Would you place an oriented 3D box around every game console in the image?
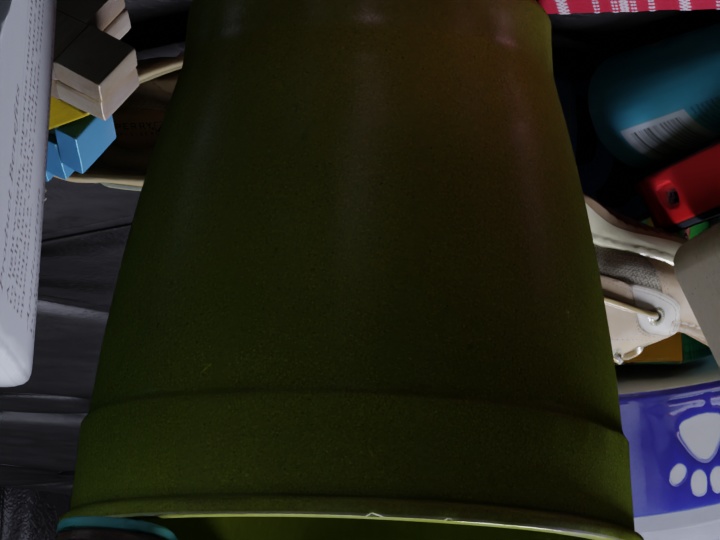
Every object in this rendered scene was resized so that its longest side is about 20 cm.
[{"bbox_3d":[0.222,-0.066,1.049,0.177,0.031,0.200,-19,177,-22],"label":"game console"}]

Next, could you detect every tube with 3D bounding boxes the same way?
[{"bbox_3d":[0.178,-0.087,1.028,0.077,0.051,0.200,-6,173,-40],"label":"tube"}]

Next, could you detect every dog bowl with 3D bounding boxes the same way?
[{"bbox_3d":[0.113,0.081,1.240,0.200,0.079,0.200,-5,-172,1],"label":"dog bowl"}]

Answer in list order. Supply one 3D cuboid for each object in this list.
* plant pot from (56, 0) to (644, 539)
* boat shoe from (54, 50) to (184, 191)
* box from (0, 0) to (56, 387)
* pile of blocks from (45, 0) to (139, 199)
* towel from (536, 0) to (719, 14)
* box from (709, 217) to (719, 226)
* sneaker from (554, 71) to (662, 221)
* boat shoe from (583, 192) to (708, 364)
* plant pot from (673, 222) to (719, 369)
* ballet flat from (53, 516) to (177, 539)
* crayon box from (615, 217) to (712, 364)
[{"bbox_3d":[0.000,0.000,0.887,0.200,0.193,0.200,2,169,0],"label":"plant pot"},{"bbox_3d":[-0.058,-0.062,1.081,0.200,0.073,0.063,-9,-169,44],"label":"boat shoe"},{"bbox_3d":[-0.191,-0.074,0.730,0.199,0.199,0.131,3,169,-1],"label":"box"},{"bbox_3d":[-0.136,-0.077,1.064,0.200,0.062,0.082,-4,130,52],"label":"pile of blocks"},{"bbox_3d":[0.047,-0.115,0.853,0.200,0.023,0.145,0,169,12],"label":"towel"},{"bbox_3d":[0.179,-0.027,1.247,0.049,0.082,0.200,5,170,-22],"label":"box"},{"bbox_3d":[0.056,-0.058,1.128,0.199,0.074,0.082,0,168,3],"label":"sneaker"},{"bbox_3d":[0.098,0.006,1.086,0.200,0.065,0.072,24,176,-40],"label":"boat shoe"},{"bbox_3d":[0.274,0.021,0.984,0.200,0.200,0.177,-19,166,-21],"label":"plant pot"},{"bbox_3d":[-0.075,0.127,0.870,0.073,0.073,0.200,1,169,5],"label":"ballet flat"},{"bbox_3d":[0.064,-0.014,1.215,0.200,0.119,0.058,-2,-178,21],"label":"crayon box"}]
